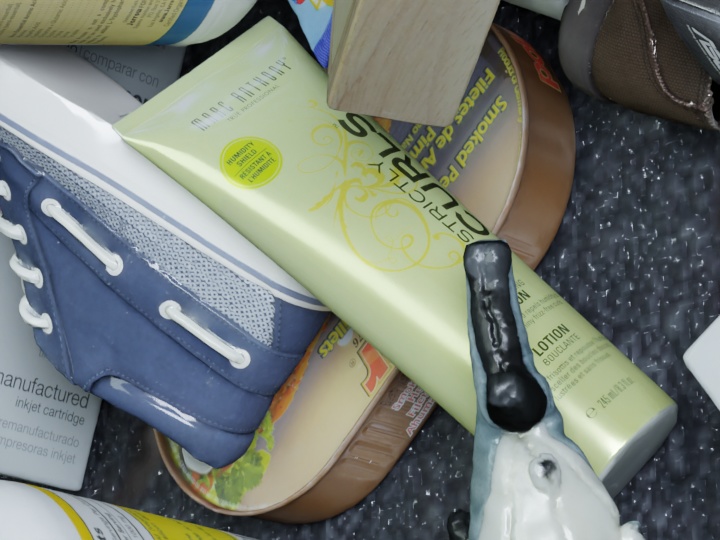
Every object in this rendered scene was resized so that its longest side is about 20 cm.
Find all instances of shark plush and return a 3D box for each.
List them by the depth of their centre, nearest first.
[{"bbox_3d":[0.041,0.096,0.887,0.083,0.090,0.201,13,124,67],"label":"shark plush"}]

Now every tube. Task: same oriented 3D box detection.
[{"bbox_3d":[0.013,-0.002,0.943,0.200,0.058,0.052,43,105,17],"label":"tube"}]

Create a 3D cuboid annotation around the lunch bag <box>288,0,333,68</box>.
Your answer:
[{"bbox_3d":[0.013,-0.174,0.948,0.200,0.094,0.151,-57,44,32],"label":"lunch bag"}]

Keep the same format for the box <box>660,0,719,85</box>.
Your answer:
[{"bbox_3d":[0.202,-0.117,0.813,0.158,0.048,0.200,27,75,45],"label":"box"}]

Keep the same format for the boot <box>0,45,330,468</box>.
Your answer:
[{"bbox_3d":[-0.104,-0.018,1.007,0.199,0.073,0.091,34,105,14],"label":"boot"}]

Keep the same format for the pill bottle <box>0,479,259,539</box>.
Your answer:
[{"bbox_3d":[-0.096,0.132,0.956,0.112,0.199,0.113,-15,66,40],"label":"pill bottle"}]

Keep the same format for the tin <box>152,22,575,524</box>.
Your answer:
[{"bbox_3d":[0.000,0.000,1.022,0.200,0.042,0.112,-54,44,16],"label":"tin"}]

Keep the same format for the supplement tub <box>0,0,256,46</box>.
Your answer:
[{"bbox_3d":[-0.134,-0.145,0.938,0.144,0.199,0.146,179,90,-65],"label":"supplement tub"}]

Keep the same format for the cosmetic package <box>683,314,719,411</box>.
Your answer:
[{"bbox_3d":[0.186,0.064,0.803,0.102,0.074,0.200,-48,51,20],"label":"cosmetic package"}]

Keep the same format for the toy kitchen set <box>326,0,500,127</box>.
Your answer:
[{"bbox_3d":[0.107,-0.146,0.816,0.181,0.199,0.164,110,167,-57],"label":"toy kitchen set"}]

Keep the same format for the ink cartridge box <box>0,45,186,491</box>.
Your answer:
[{"bbox_3d":[-0.159,-0.032,1.104,0.083,0.145,0.201,7,82,46],"label":"ink cartridge box"}]

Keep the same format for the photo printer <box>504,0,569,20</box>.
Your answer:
[{"bbox_3d":[0.041,-0.185,1.019,0.199,0.069,0.167,24,93,45],"label":"photo printer"}]

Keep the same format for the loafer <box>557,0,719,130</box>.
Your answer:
[{"bbox_3d":[0.142,-0.128,0.915,0.071,0.073,0.201,40,110,32],"label":"loafer"}]
